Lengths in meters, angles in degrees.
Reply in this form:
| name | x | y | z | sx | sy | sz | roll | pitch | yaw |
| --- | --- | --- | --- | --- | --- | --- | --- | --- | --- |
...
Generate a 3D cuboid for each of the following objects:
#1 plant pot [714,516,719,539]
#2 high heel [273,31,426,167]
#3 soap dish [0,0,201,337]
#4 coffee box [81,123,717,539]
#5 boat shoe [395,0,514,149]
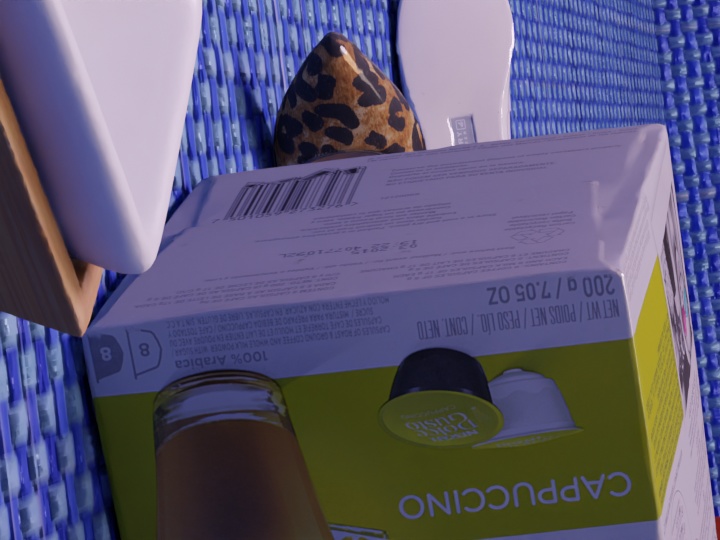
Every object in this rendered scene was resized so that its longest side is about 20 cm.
| name | x | y | z | sx | sy | sz | roll | pitch | yaw |
| --- | --- | --- | --- | --- | --- | --- | --- | --- | --- |
| plant pot | 0.164 | 0.234 | 1.600 | 0.176 | 0.199 | 0.200 | 93 | -2 | -59 |
| high heel | 0.000 | 0.000 | 1.335 | 0.200 | 0.071 | 0.143 | 84 | 1 | -48 |
| soap dish | -0.112 | -0.103 | 0.843 | 0.158 | 0.081 | 0.200 | -83 | 163 | -47 |
| coffee box | 0.027 | 0.072 | 1.122 | 0.200 | 0.199 | 0.199 | -63 | 145 | -70 |
| boat shoe | 0.059 | -0.090 | 1.707 | 0.069 | 0.072 | 0.201 | 142 | -63 | -79 |
